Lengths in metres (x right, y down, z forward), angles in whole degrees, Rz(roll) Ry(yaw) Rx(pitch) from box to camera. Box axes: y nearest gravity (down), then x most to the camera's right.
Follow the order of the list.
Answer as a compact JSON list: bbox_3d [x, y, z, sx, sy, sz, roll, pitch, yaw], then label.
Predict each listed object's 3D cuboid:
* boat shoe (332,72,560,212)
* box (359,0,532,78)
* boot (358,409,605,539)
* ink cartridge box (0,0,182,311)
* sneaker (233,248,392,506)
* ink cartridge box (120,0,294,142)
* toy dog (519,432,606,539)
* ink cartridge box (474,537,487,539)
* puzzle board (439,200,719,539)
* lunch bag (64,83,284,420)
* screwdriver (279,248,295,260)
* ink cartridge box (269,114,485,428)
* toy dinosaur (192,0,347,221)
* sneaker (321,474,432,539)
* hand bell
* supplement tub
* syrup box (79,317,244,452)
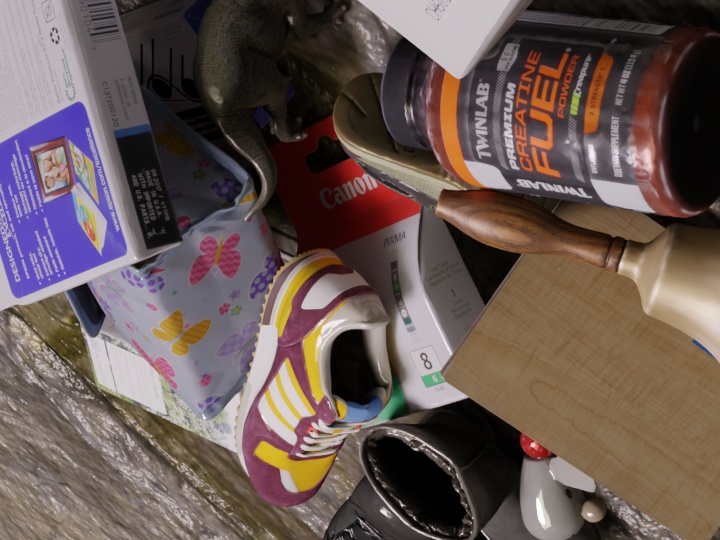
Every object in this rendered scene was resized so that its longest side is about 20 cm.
[{"bbox_3d":[0.077,-0.060,1.386,0.200,0.072,0.066,23,167,4],"label":"boat shoe"},{"bbox_3d":[0.042,-0.243,1.149,0.199,0.131,0.200,38,145,3],"label":"box"},{"bbox_3d":[0.087,0.159,1.529,0.182,0.073,0.200,34,180,6],"label":"boot"},{"bbox_3d":[-0.198,-0.085,1.370,0.200,0.043,0.199,-18,89,51],"label":"ink cartridge box"},{"bbox_3d":[-0.027,0.089,1.467,0.090,0.075,0.201,42,138,40],"label":"sneaker"},{"bbox_3d":[-0.142,-0.128,1.529,0.200,0.044,0.094,-11,121,49],"label":"ink cartridge box"},{"bbox_3d":[0.146,0.077,1.426,0.096,0.132,0.200,6,138,22],"label":"toy dog"},{"bbox_3d":[0.011,0.264,1.657,0.200,0.198,0.044,-17,101,37],"label":"ink cartridge box"},{"bbox_3d":[0.170,0.056,1.356,0.200,0.151,0.017,33,-172,-10],"label":"puzzle board"},{"bbox_3d":[-0.144,-0.023,1.495,0.200,0.127,0.170,43,162,37],"label":"lunch bag"},{"bbox_3d":[-0.063,-0.016,1.594,0.200,0.028,0.029,25,172,25],"label":"screwdriver"},{"bbox_3d":[0.000,0.000,1.482,0.161,0.050,0.200,-22,97,55],"label":"ink cartridge box"},{"bbox_3d":[-0.069,-0.135,1.376,0.077,0.201,0.102,20,-177,41],"label":"toy dinosaur"},{"bbox_3d":[0.014,0.189,1.645,0.076,0.091,0.200,46,172,8],"label":"sneaker"},{"bbox_3d":[0.140,-0.011,1.302,0.199,0.104,0.104,17,142,6],"label":"hand bell"},{"bbox_3d":[0.111,-0.093,1.276,0.200,0.107,0.107,10,136,36],"label":"supplement tub"},{"bbox_3d":[-0.106,0.073,1.692,0.200,0.081,0.079,22,144,24],"label":"syrup box"}]
